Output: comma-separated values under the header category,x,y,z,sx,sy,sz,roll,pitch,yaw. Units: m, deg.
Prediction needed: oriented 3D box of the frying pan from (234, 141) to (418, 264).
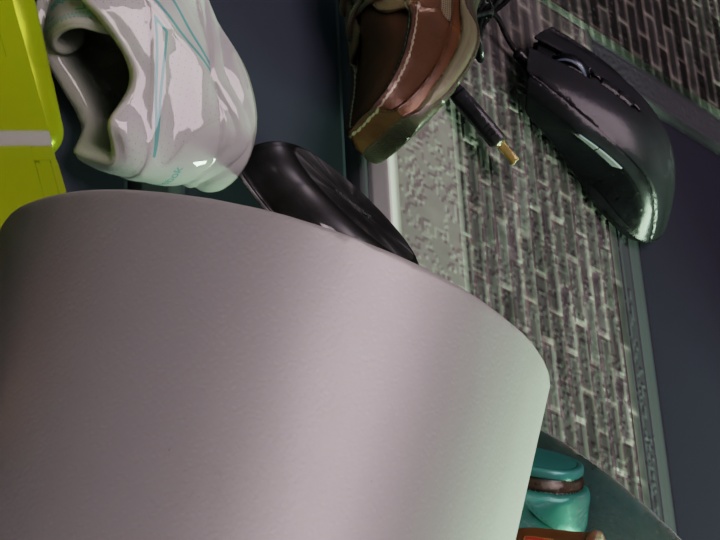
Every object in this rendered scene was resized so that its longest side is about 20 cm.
category,x,y,z,sx,sy,sz,roll,pitch,yaw
frying pan,-0.013,-0.012,0.868,0.115,0.031,0.190,42,10,-8

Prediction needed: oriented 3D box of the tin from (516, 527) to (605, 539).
category,x,y,z,sx,sy,sz,roll,pitch,yaw
tin,0.070,0.187,0.738,0.112,0.041,0.202,-73,162,-55

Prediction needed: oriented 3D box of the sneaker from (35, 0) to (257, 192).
category,x,y,z,sx,sy,sz,roll,pitch,yaw
sneaker,-0.108,-0.132,0.865,0.080,0.070,0.202,-4,71,-48

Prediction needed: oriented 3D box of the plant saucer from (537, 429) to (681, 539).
category,x,y,z,sx,sy,sz,roll,pitch,yaw
plant saucer,0.099,0.149,0.862,0.039,0.201,0.202,-41,102,-18

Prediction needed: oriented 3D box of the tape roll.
category,x,y,z,sx,sy,sz,roll,pitch,yaw
tape roll,-0.047,0.080,0.658,0.202,0.202,0.140,30,64,-35

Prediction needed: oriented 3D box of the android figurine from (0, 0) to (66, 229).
category,x,y,z,sx,sy,sz,roll,pitch,yaw
android figurine,-0.176,-0.069,0.747,0.182,0.041,0.202,-12,85,-60

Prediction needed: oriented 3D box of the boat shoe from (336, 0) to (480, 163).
category,x,y,z,sx,sy,sz,roll,pitch,yaw
boat shoe,0.019,-0.135,1.022,0.074,0.076,0.201,37,39,-16

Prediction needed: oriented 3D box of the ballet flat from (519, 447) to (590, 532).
category,x,y,z,sx,sy,sz,roll,pitch,yaw
ballet flat,-0.006,0.086,0.800,0.067,0.198,0.071,-6,112,-69

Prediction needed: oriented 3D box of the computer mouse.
category,x,y,z,sx,sy,sz,roll,pitch,yaw
computer mouse,0.121,-0.089,1.126,0.201,0.046,0.141,52,37,-12
